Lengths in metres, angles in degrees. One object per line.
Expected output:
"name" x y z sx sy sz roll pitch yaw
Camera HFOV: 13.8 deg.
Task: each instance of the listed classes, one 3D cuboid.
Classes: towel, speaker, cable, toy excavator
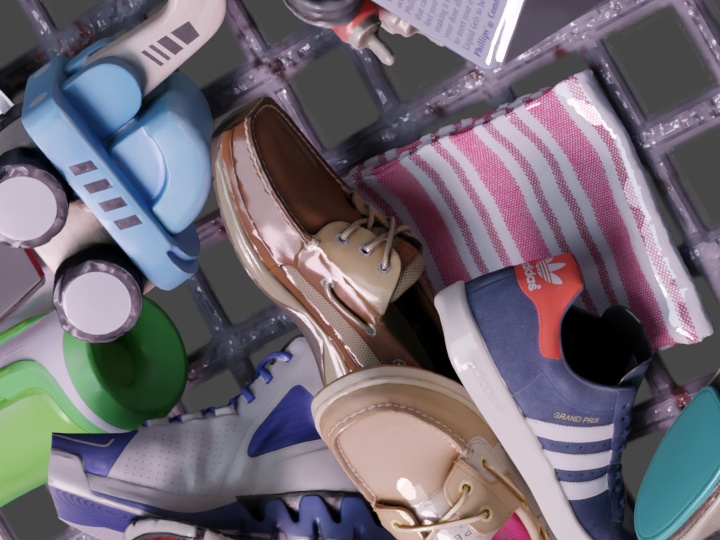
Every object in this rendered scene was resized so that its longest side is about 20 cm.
"towel" 0.070 -0.004 1.486 0.199 0.030 0.147 -22 99 41
"speaker" -0.187 0.078 1.683 0.199 0.088 0.089 -27 95 42
"cable" -0.041 -0.168 1.442 0.200 0.097 0.051 36 139 21
"toy excavator" -0.115 -0.095 1.537 0.199 0.100 0.195 -34 109 10

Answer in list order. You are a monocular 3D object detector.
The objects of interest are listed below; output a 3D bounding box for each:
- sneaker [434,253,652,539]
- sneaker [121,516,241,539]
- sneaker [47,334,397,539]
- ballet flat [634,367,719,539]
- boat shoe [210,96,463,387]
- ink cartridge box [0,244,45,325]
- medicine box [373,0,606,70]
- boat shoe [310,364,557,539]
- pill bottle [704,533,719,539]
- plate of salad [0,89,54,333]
"sneaker" 0.112 0.068 1.444 0.084 0.075 0.200 -26 134 9
"sneaker" -0.107 0.193 1.548 0.077 0.085 0.200 19 146 -14
"sneaker" -0.062 0.092 1.569 0.198 0.116 0.081 8 158 -1
"ballet flat" 0.195 0.064 1.409 0.069 0.069 0.201 35 127 17
"boat shoe" 0.000 0.000 1.479 0.074 0.076 0.201 -18 113 34
"ink cartridge box" -0.294 -0.018 1.654 0.199 0.083 0.146 -13 114 43
"medicine box" 0.039 -0.204 1.303 0.199 0.182 0.103 33 128 19
"boat shoe" 0.047 0.115 1.469 0.073 0.069 0.200 -30 138 20
"pill bottle" 0.179 0.232 1.471 0.112 0.112 0.201 28 126 22
"plate of salad" -0.234 -0.053 1.676 0.199 0.048 0.201 22 134 24
